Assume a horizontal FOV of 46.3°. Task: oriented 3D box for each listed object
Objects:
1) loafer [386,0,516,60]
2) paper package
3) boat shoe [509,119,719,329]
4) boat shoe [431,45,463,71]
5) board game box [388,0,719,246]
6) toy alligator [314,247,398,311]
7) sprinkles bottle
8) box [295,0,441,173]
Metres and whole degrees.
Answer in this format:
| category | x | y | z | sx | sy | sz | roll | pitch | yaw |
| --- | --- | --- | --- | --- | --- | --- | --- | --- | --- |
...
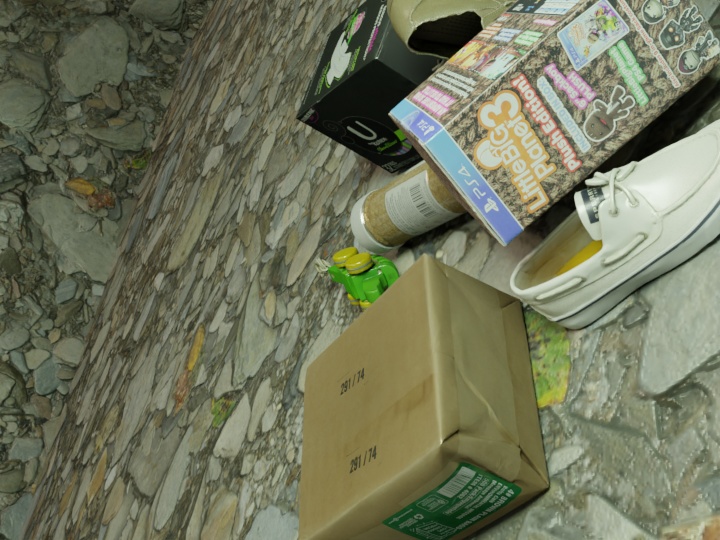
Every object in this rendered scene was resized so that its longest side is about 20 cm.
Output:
| category | x | y | z | sx | sy | sz | roll | pitch | yaw |
| --- | --- | --- | --- | --- | --- | --- | --- | --- | --- |
| loafer | 0.120 | -0.206 | 0.734 | 0.076 | 0.197 | 0.068 | 90 | -176 | -56 |
| paper package | 0.040 | 0.122 | 0.683 | 0.200 | 0.103 | 0.192 | -45 | 32 | 38 |
| boat shoe | 0.180 | -0.036 | 0.577 | 0.200 | 0.069 | 0.071 | -46 | 30 | 39 |
| boat shoe | 0.099 | -0.181 | 0.797 | 0.072 | 0.071 | 0.200 | -28 | 17 | 39 |
| board game box | 0.135 | -0.137 | 0.631 | 0.200 | 0.097 | 0.160 | -40 | 18 | 7 |
| toy alligator | 0.000 | 0.000 | 0.957 | 0.054 | 0.060 | 0.200 | -26 | 17 | -14 |
| sprinkles bottle | 0.065 | -0.074 | 0.863 | 0.199 | 0.068 | 0.069 | -25 | 45 | 56 |
| box | 0.045 | -0.215 | 0.939 | 0.199 | 0.148 | 0.126 | -16 | 51 | 61 |
